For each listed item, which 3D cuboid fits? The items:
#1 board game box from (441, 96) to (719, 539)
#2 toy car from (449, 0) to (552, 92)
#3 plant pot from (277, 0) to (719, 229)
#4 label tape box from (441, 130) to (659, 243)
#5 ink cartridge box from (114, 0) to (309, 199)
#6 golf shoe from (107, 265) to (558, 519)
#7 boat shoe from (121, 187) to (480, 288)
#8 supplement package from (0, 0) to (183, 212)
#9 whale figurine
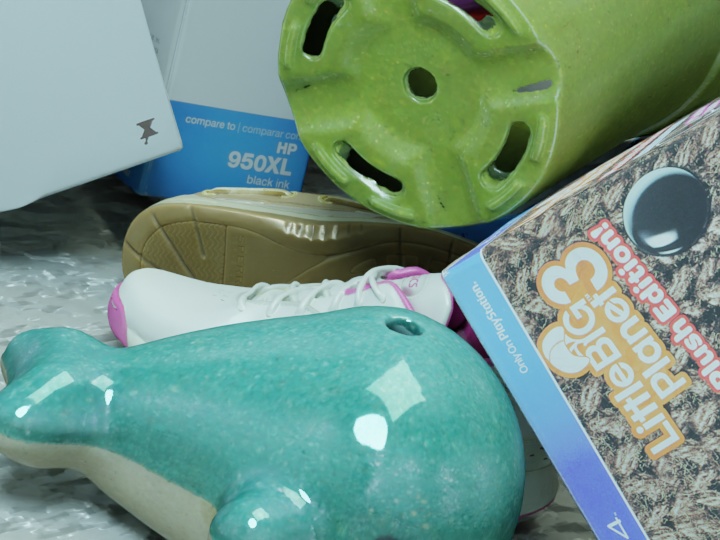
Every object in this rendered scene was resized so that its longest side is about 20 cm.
[{"bbox_3d":[0.162,0.012,1.009,0.160,0.200,0.097,59,25,-1],"label":"board game box"},{"bbox_3d":[0.024,-0.134,1.388,0.175,0.200,0.150,6,22,44],"label":"toy car"},{"bbox_3d":[0.062,-0.109,1.130,0.200,0.200,0.190,25,35,14],"label":"plant pot"},{"bbox_3d":[0.123,-0.035,1.275,0.143,0.066,0.200,-10,20,30],"label":"label tape box"},{"bbox_3d":[-0.068,-0.142,1.281,0.084,0.200,0.145,8,13,-26],"label":"ink cartridge box"},{"bbox_3d":[-0.004,0.028,1.113,0.200,0.092,0.075,21,23,7],"label":"golf shoe"},{"bbox_3d":[0.000,0.000,1.192,0.200,0.074,0.069,15,20,6],"label":"boat shoe"},{"bbox_3d":[-0.187,-0.132,1.190,0.151,0.151,0.200,-19,32,-10],"label":"supplement package"},{"bbox_3d":[-0.034,0.054,1.005,0.200,0.104,0.159,18,22,-5],"label":"whale figurine"}]
